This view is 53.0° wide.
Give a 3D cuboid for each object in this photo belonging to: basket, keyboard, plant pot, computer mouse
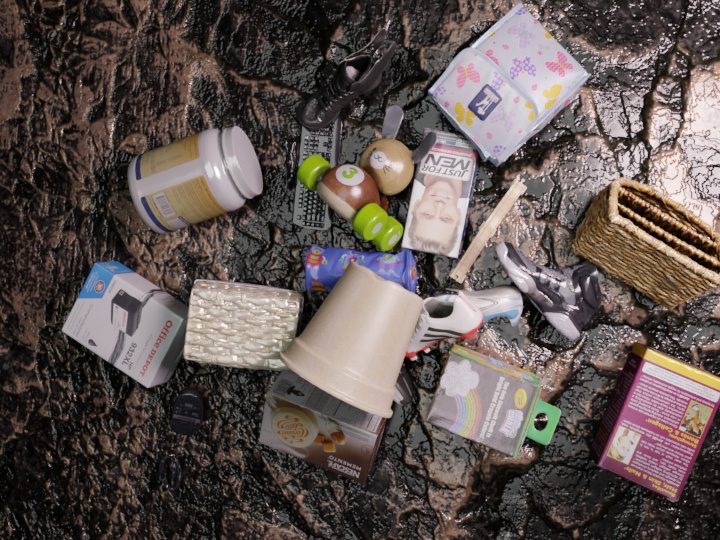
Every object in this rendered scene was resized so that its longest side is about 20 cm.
[{"bbox_3d":[-0.199,0.095,1.225,0.197,0.123,0.137,7,93,-5],"label":"basket"},{"bbox_3d":[-0.092,-0.175,1.266,0.103,0.040,0.203,6,91,10],"label":"keyboard"},{"bbox_3d":[0.450,-0.060,1.088,0.199,0.149,0.144,31,71,3],"label":"basket"},{"bbox_3d":[0.002,0.096,1.118,0.199,0.200,0.185,28,88,9],"label":"plant pot"},{"bbox_3d":[-0.330,0.309,1.330,0.058,0.034,0.202,16,99,-7],"label":"computer mouse"}]

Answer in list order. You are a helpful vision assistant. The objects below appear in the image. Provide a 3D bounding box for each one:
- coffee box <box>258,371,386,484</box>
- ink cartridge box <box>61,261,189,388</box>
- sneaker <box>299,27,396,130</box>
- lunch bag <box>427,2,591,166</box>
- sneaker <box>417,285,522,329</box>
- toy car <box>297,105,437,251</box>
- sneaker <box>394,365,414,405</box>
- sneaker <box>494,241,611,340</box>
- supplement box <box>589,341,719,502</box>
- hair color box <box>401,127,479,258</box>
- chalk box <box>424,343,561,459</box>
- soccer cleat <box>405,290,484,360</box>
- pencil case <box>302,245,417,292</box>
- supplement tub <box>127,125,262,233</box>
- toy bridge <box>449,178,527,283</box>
[{"bbox_3d":[-0.063,0.264,1.230,0.198,0.080,0.115,20,121,10],"label":"coffee box"},{"bbox_3d":[-0.414,0.096,1.310,0.199,0.084,0.146,31,96,9],"label":"ink cartridge box"},{"bbox_3d":[-0.026,-0.317,1.210,0.199,0.104,0.060,-35,83,2],"label":"sneaker"},{"bbox_3d":[0.230,-0.286,1.141,0.200,0.127,0.170,-40,83,-7],"label":"lunch bag"},{"bbox_3d":[0.170,0.064,1.206,0.197,0.072,0.073,-1,98,14],"label":"sneaker"},{"bbox_3d":[0.030,-0.166,1.171,0.164,0.158,0.201,42,96,23],"label":"toy car"},{"bbox_3d":[-0.002,0.171,1.248,0.115,0.076,0.201,-44,75,18],"label":"sneaker"},{"bbox_3d":[0.315,0.007,1.175,0.114,0.075,0.200,-42,89,8],"label":"sneaker"},{"bbox_3d":[0.463,0.232,1.133,0.130,0.103,0.202,23,95,9],"label":"supplement box"},{"bbox_3d":[0.138,-0.128,1.212,0.099,0.060,0.203,11,94,11],"label":"hair color box"},{"bbox_3d":[0.219,0.215,1.172,0.198,0.124,0.126,21,94,9],"label":"chalk box"},{"bbox_3d":[0.108,0.088,1.173,0.199,0.069,0.086,-20,114,40],"label":"soccer cleat"},{"bbox_3d":[0.000,0.000,1.233,0.197,0.087,0.079,2,134,11],"label":"pencil case"},{"bbox_3d":[-0.283,-0.159,1.250,0.198,0.144,0.146,-17,88,11],"label":"supplement tub"},{"bbox_3d":[0.212,-0.067,1.195,0.027,0.067,0.201,35,98,8],"label":"toy bridge"}]
